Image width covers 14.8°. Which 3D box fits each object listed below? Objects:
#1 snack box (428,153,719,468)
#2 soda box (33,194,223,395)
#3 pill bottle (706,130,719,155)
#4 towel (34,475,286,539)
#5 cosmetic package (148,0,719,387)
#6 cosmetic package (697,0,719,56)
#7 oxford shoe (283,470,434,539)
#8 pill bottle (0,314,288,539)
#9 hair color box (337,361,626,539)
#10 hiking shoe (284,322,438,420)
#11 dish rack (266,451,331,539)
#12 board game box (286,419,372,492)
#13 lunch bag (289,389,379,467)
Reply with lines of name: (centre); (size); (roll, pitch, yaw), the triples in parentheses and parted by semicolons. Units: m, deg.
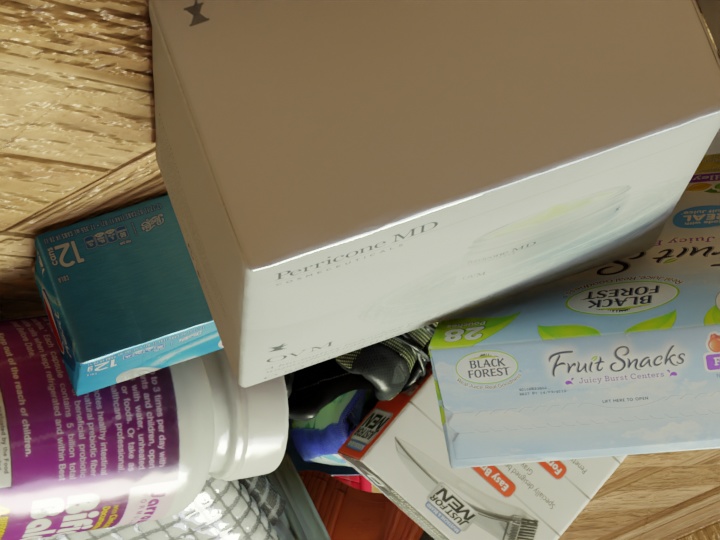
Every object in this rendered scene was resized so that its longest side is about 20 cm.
snack box: (0.132, 0.012, 1.270); (0.168, 0.068, 0.200); (-6, -156, 14)
soda box: (-0.052, -0.007, 1.327); (0.200, 0.068, 0.064); (-18, 166, -12)
pill bottle: (0.223, -0.043, 1.502); (0.112, 0.112, 0.200); (-22, 167, 7)
towel: (-0.163, 0.132, 1.547); (0.200, 0.086, 0.166); (-24, 132, 13)
cosmetic package: (0.026, -0.057, 1.133); (0.199, 0.123, 0.200); (-19, 165, -8)
cosmetic package: (0.271, -0.120, 1.326); (0.200, 0.085, 0.108); (-6, 162, -45)
oxford shoe: (0.001, 0.166, 1.644); (0.200, 0.071, 0.073); (0, 149, 41)
pill bottle: (-0.142, 0.075, 1.383); (0.200, 0.113, 0.112); (-7, 163, -22)
hair color box: (0.096, 0.057, 1.457); (0.200, 0.111, 0.064); (-49, -170, -8)
hiking shoe: (0.027, 0.019, 1.422); (0.200, 0.101, 0.076); (-35, 129, 29)
dish rack: (-0.111, 0.194, 1.628); (0.200, 0.172, 0.044); (-41, 124, 7)
board game box: (0.006, 0.121, 1.765); (0.200, 0.039, 0.158); (0, -166, -3)
lunch bag: (0.064, 0.058, 1.571); (0.200, 0.128, 0.170); (-22, 178, -12)
